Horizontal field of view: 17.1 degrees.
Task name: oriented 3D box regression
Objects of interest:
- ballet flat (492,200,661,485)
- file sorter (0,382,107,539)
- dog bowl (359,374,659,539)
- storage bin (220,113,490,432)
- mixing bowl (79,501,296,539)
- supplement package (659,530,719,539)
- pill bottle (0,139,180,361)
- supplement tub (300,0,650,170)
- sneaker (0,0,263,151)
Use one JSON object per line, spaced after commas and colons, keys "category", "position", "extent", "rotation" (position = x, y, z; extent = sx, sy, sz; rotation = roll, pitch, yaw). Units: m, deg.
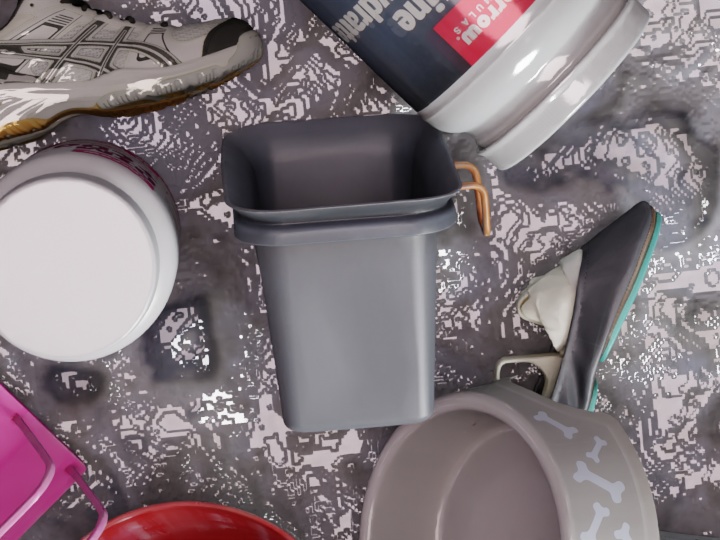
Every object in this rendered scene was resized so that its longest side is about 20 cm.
{"category": "ballet flat", "position": [0.117, 0.049, 1.400], "extent": [0.073, 0.073, 0.200], "rotation": [16, 97, -5]}
{"category": "file sorter", "position": [-0.257, 0.109, 1.326], "extent": [0.139, 0.125, 0.200], "rotation": [-45, 112, -5]}
{"category": "dog bowl", "position": [0.076, 0.156, 1.345], "extent": [0.059, 0.200, 0.200], "rotation": [3, 98, -40]}
{"category": "storage bin", "position": [0.000, 0.000, 1.333], "extent": [0.145, 0.200, 0.134], "rotation": [-5, 108, -3]}
{"category": "mixing bowl", "position": [-0.089, 0.239, 1.373], "extent": [0.200, 0.108, 0.200], "rotation": [-3, 75, 11]}
{"category": "supplement package", "position": [0.208, 0.219, 1.400], "extent": [0.200, 0.114, 0.110], "rotation": [7, 95, -3]}
{"category": "pill bottle", "position": [-0.156, -0.011, 1.310], "extent": [0.113, 0.200, 0.113], "rotation": [0, 96, -4]}
{"category": "supplement tub", "position": [0.049, -0.168, 1.335], "extent": [0.200, 0.140, 0.140], "rotation": [43, 92, -6]}
{"category": "sneaker", "position": [-0.157, -0.128, 1.362], "extent": [0.200, 0.076, 0.088], "rotation": [-14, 86, -8]}
